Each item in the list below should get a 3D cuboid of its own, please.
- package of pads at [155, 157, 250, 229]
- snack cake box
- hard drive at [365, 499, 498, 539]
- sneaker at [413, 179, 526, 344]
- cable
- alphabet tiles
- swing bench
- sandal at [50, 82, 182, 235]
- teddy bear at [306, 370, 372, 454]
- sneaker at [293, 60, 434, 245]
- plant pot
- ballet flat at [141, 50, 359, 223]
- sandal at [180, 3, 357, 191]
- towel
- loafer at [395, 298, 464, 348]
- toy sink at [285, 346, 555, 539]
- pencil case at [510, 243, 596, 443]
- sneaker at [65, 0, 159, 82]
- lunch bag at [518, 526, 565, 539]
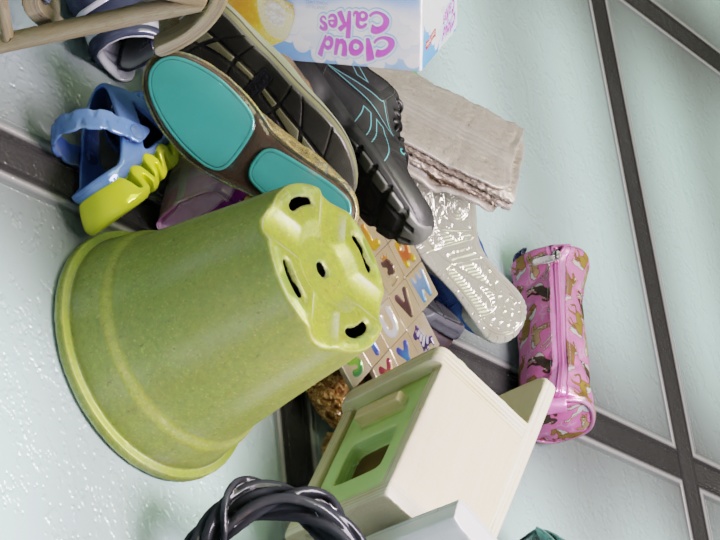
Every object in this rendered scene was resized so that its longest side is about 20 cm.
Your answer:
[{"bbox_3d":[-0.093,-0.086,1.656,0.120,0.075,0.201,43,38,-30],"label":"package of pads"},{"bbox_3d":[-0.030,-0.216,1.625,0.115,0.198,0.068,-51,144,-62],"label":"snack cake box"},{"bbox_3d":[0.031,0.249,1.485,0.132,0.199,0.026,50,35,-21],"label":"hard drive"},{"bbox_3d":[0.068,-0.026,1.820,0.077,0.111,0.201,-43,120,-14],"label":"sneaker"},{"bbox_3d":[-0.062,0.244,1.416,0.051,0.162,0.202,80,-11,-80],"label":"cable"},{"bbox_3d":[0.000,0.000,1.657,0.166,0.006,0.201,-44,111,-51],"label":"alphabet tiles"},{"bbox_3d":[-0.188,-0.274,1.504,0.130,0.198,0.200,93,-3,-57],"label":"swing bench"},{"bbox_3d":[-0.175,-0.112,1.557,0.087,0.079,0.200,52,32,-12],"label":"sandal"},{"bbox_3d":[0.007,0.120,1.684,0.200,0.067,0.146,37,31,-27],"label":"teddy bear"},{"bbox_3d":[0.009,-0.112,1.624,0.079,0.076,0.201,-27,72,-25],"label":"sneaker"},{"bbox_3d":[-0.089,0.031,1.478,0.200,0.183,0.202,35,43,-39],"label":"plant pot"},{"bbox_3d":[-0.085,-0.092,1.536,0.199,0.071,0.071,38,36,-4],"label":"ballet flat"},{"bbox_3d":[-0.066,-0.136,1.583,0.202,0.080,0.057,54,30,-2],"label":"sandal"},{"bbox_3d":[0.051,-0.125,1.741,0.199,0.035,0.133,28,31,-6],"label":"towel"},{"bbox_3d":[0.009,0.034,1.739,0.199,0.063,0.072,27,13,-40],"label":"loafer"},{"bbox_3d":[0.046,0.143,1.558,0.112,0.130,0.201,43,49,-17],"label":"toy sink"},{"bbox_3d":[0.187,0.070,1.953,0.086,0.082,0.201,36,42,-38],"label":"pencil case"},{"bbox_3d":[-0.164,-0.216,1.648,0.199,0.070,0.109,-11,72,-50],"label":"sneaker"},{"bbox_3d":[0.174,0.331,1.719,0.171,0.121,0.200,55,25,-11],"label":"lunch bag"}]
